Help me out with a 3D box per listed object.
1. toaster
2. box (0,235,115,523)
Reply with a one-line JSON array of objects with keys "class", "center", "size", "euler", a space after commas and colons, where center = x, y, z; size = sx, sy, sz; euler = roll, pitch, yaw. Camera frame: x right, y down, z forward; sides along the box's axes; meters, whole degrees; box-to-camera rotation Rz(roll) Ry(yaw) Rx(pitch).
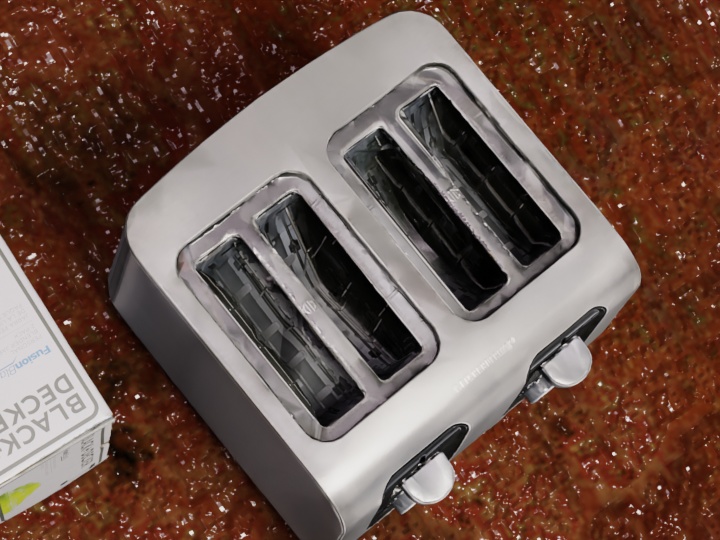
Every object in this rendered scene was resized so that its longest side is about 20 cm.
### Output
[{"class": "toaster", "center": [0.000, 0.000, 0.798], "size": [0.181, 0.119, 0.200], "euler": [-37, 85, -17]}, {"class": "box", "center": [-0.183, 0.005, 0.767], "size": [0.060, 0.117, 0.200], "euler": [-32, 84, -16]}]
